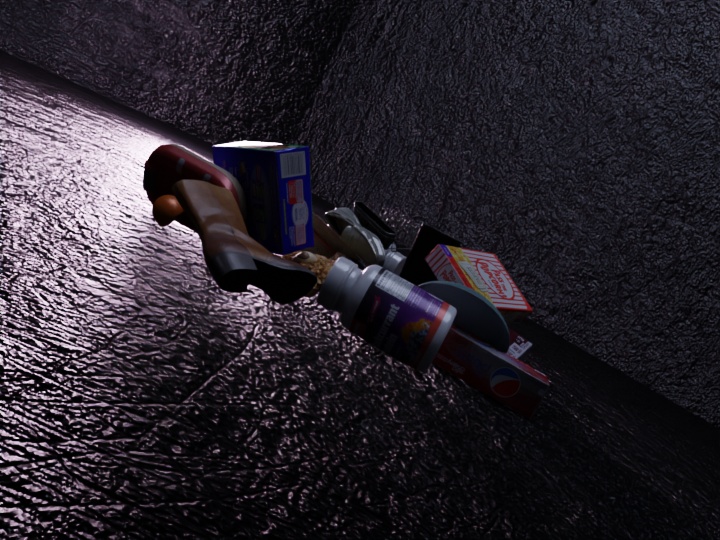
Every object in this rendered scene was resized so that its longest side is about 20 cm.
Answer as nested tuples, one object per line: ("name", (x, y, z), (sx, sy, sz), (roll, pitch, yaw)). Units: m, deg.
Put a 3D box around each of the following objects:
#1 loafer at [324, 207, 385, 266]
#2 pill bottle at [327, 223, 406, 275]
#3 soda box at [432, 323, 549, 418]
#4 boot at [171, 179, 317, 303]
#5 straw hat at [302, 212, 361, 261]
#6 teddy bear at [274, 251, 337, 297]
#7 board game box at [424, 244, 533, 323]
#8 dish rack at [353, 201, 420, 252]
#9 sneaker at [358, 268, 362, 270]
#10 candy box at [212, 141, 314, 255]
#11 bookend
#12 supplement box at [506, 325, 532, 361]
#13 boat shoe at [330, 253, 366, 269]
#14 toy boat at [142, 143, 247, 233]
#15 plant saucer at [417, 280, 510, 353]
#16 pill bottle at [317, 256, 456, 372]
("loafer", (-0.014, -0.071, 1.406), (0.069, 0.071, 0.200), (-7, 39, -36))
("pill bottle", (0.010, -0.047, 1.509), (0.199, 0.110, 0.109), (32, 8, 18))
("soda box", (0.213, 0.164, 1.058), (0.199, 0.071, 0.063), (30, 11, 9))
("boot", (-0.171, -0.045, 0.932), (0.187, 0.069, 0.201), (4, 41, -43))
("straw hat", (-0.098, -0.059, 1.346), (0.201, 0.085, 0.201), (44, -3, 3))
("teddy bear", (-0.096, -0.009, 1.098), (0.144, 0.068, 0.200), (22, 9, 10))
("board game box", (0.233, 0.029, 1.222), (0.199, 0.046, 0.152), (6, 46, -47))
("dish rack", (0.087, -0.101, 1.485), (0.198, 0.055, 0.154), (0, 34, -39))
("sneaker", (0.045, 0.078, 1.113), (0.200, 0.079, 0.115), (42, 3, 35))
("candy box", (-0.170, -0.129, 1.074), (0.076, 0.171, 0.199), (-16, 22, -41))
("bookend", (0.158, -0.004, 1.382), (0.091, 0.201, 0.200), (27, 16, 13))
("supplement box", (0.220, 0.121, 1.213), (0.199, 0.061, 0.108), (37, 32, 22))
("boat shoe", (0.000, 0.000, 1.417), (0.201, 0.065, 0.074), (33, 9, 32))
("toy boat", (-0.288, -0.112, 1.029), (0.198, 0.131, 0.131), (28, 38, 10))
("plant saucer", (0.173, 0.088, 1.106), (0.198, 0.028, 0.201), (24, -37, 19))
("pill bottle", (0.038, 0.061, 0.965), (0.198, 0.112, 0.111), (28, 7, 8))
